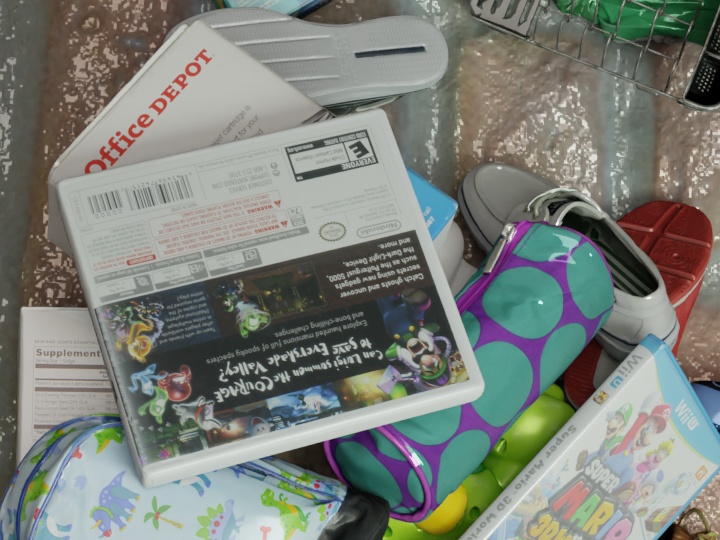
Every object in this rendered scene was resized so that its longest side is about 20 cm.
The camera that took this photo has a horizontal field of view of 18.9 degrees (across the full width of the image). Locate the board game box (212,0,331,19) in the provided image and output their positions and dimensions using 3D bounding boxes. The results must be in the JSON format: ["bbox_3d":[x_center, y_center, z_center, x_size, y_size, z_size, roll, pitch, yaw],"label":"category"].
[{"bbox_3d":[-0.066,-0.274,1.466,0.150,0.047,0.201,-31,88,-9],"label":"board game box"}]

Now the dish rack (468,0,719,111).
[{"bbox_3d":[0.175,-0.203,1.444,0.199,0.055,0.155,22,84,7],"label":"dish rack"}]

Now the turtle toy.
[{"bbox_3d":[0.059,0.149,1.380,0.199,0.102,0.146,-36,133,19],"label":"turtle toy"}]

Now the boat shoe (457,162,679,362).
[{"bbox_3d":[0.137,-0.023,1.405,0.073,0.067,0.200,-33,52,-23],"label":"boat shoe"}]

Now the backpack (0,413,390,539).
[{"bbox_3d":[-0.106,0.157,1.220,0.199,0.154,0.164,28,88,10],"label":"backpack"}]

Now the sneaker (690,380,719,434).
[{"bbox_3d":[0.308,0.094,1.461,0.198,0.070,0.079,17,78,-13],"label":"sneaker"}]

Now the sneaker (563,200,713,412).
[{"bbox_3d":[0.182,0.053,1.455,0.078,0.116,0.201,17,50,20],"label":"sneaker"}]

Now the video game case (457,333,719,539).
[{"bbox_3d":[0.141,0.151,1.348,0.200,0.143,0.018,-46,47,-8],"label":"video game case"}]

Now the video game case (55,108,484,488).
[{"bbox_3d":[-0.052,0.011,1.208,0.198,0.023,0.183,-13,68,-16],"label":"video game case"}]

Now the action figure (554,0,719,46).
[{"bbox_3d":[0.232,-0.192,1.490,0.198,0.055,0.119,-2,85,0],"label":"action figure"}]

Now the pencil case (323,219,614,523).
[{"bbox_3d":[0.065,0.056,1.301,0.200,0.085,0.093,-46,111,-29],"label":"pencil case"}]

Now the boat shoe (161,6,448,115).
[{"bbox_3d":[-0.040,-0.126,1.424,0.198,0.071,0.073,-1,69,-22],"label":"boat shoe"}]

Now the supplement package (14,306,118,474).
[{"bbox_3d":[-0.141,0.131,1.356,0.149,0.152,0.202,1,83,-8],"label":"supplement package"}]

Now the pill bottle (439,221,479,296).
[{"bbox_3d":[0.000,0.000,1.407,0.199,0.120,0.120,30,81,-3],"label":"pill bottle"}]

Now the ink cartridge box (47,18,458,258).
[{"bbox_3d":[-0.066,-0.029,1.283,0.199,0.086,0.147,35,64,10],"label":"ink cartridge box"}]

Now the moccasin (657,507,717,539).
[{"bbox_3d":[0.208,0.199,1.437,0.199,0.074,0.079,3,91,3],"label":"moccasin"}]
